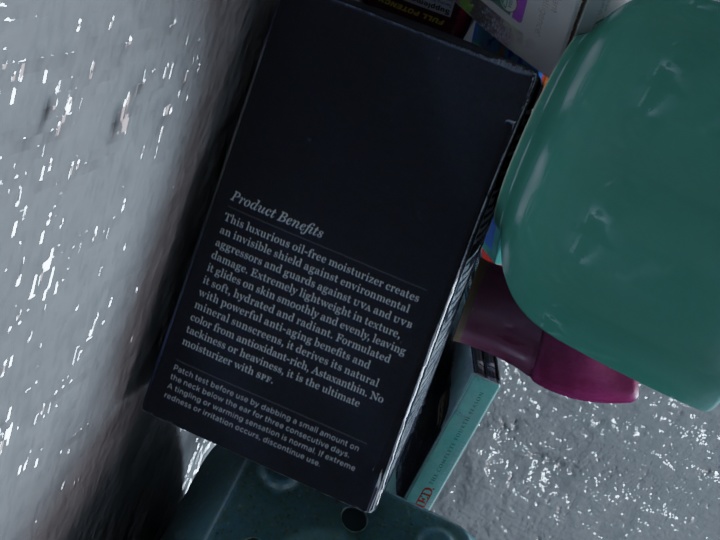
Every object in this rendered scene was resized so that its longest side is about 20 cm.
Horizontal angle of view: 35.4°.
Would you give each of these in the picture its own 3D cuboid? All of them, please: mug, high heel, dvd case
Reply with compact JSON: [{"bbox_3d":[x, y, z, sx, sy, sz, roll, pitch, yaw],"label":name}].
[{"bbox_3d":[0.127,-0.034,0.486,0.154,0.113,0.185,-64,169,-1],"label":"mug"},{"bbox_3d":[0.123,-0.033,0.584,0.068,0.095,0.203,87,24,-75],"label":"high heel"},{"bbox_3d":[0.043,0.069,0.723,0.201,0.022,0.148,-85,-162,-61],"label":"dvd case"}]

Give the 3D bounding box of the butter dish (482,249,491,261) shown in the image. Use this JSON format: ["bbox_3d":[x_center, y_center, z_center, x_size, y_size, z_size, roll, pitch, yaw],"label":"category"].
[{"bbox_3d":[0.084,0.012,1.207,0.198,0.149,0.200,-25,-167,26],"label":"butter dish"}]

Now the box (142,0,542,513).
[{"bbox_3d":[0.003,-0.023,0.565,0.200,0.121,0.201,-40,152,-78],"label":"box"}]

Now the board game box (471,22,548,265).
[{"bbox_3d":[0.105,-0.120,0.712,0.152,0.044,0.204,-116,-146,-69],"label":"board game box"}]

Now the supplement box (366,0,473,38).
[{"bbox_3d":[0.062,-0.234,0.647,0.109,0.060,0.202,-60,169,-50],"label":"supplement box"}]

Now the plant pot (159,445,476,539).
[{"bbox_3d":[-0.037,0.197,0.564,0.201,0.194,0.197,109,8,-50],"label":"plant pot"}]

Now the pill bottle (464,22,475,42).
[{"bbox_3d":[0.129,-0.141,0.897,0.198,0.109,0.111,12,102,-48],"label":"pill bottle"}]

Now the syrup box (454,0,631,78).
[{"bbox_3d":[0.139,-0.177,0.538,0.198,0.081,0.079,-31,151,-28],"label":"syrup box"}]
